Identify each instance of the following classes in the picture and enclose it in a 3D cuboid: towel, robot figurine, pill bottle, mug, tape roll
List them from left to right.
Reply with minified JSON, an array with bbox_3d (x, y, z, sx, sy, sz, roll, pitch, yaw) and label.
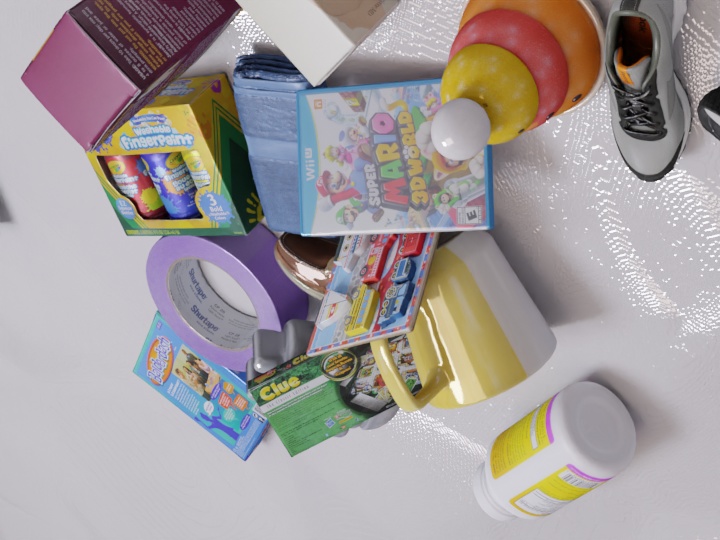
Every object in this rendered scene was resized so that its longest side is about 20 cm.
[{"bbox_3d":[-0.161,0.023,1.608,0.198,0.066,0.202,21,135,23],"label":"tape roll"},{"bbox_3d":[-0.068,-0.131,1.413,0.110,0.049,0.202,11,130,28],"label":"towel"},{"bbox_3d":[-0.030,0.120,1.523,0.197,0.114,0.171,8,126,-12],"label":"robot figurine"},{"bbox_3d":[0.100,0.043,1.346,0.148,0.187,0.155,-21,104,20],"label":"mug"},{"bbox_3d":[0.203,0.205,1.453,0.104,0.104,0.200,43,140,-2],"label":"pill bottle"}]

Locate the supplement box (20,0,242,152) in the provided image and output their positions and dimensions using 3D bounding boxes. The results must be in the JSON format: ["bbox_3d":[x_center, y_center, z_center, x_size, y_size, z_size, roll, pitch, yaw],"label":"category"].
[{"bbox_3d":[-0.221,-0.232,1.328,0.103,0.200,0.131,47,138,-8],"label":"supplement box"}]

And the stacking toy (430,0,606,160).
[{"bbox_3d":[0.113,-0.155,1.135,0.144,0.200,0.148,21,136,22],"label":"stacking toy"}]

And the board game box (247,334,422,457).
[{"bbox_3d":[-0.013,0.119,1.446,0.198,0.024,0.106,-26,121,6],"label":"board game box"}]

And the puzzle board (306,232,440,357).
[{"bbox_3d":[0.019,-0.015,1.336,0.017,0.202,0.150,37,145,-31],"label":"puzzle board"}]

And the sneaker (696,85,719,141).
[{"bbox_3d":[0.362,-0.080,1.105,0.199,0.074,0.080,33,141,10],"label":"sneaker"}]

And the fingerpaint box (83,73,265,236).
[{"bbox_3d":[-0.214,-0.126,1.511,0.198,0.073,0.169,2,126,37],"label":"fingerpaint box"}]

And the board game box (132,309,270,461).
[{"bbox_3d":[-0.198,0.143,1.756,0.199,0.045,0.153,38,140,4],"label":"board game box"}]

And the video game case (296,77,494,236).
[{"bbox_3d":[0.031,-0.109,1.290,0.197,0.018,0.146,-1,92,23],"label":"video game case"}]

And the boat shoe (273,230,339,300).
[{"bbox_3d":[0.000,0.000,1.463,0.198,0.076,0.072,25,134,5],"label":"boat shoe"}]

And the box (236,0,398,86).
[{"bbox_3d":[-0.069,-0.284,1.247,0.200,0.095,0.078,46,139,-7],"label":"box"}]

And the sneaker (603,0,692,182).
[{"bbox_3d":[0.235,-0.159,1.130,0.073,0.080,0.202,11,132,28],"label":"sneaker"}]
